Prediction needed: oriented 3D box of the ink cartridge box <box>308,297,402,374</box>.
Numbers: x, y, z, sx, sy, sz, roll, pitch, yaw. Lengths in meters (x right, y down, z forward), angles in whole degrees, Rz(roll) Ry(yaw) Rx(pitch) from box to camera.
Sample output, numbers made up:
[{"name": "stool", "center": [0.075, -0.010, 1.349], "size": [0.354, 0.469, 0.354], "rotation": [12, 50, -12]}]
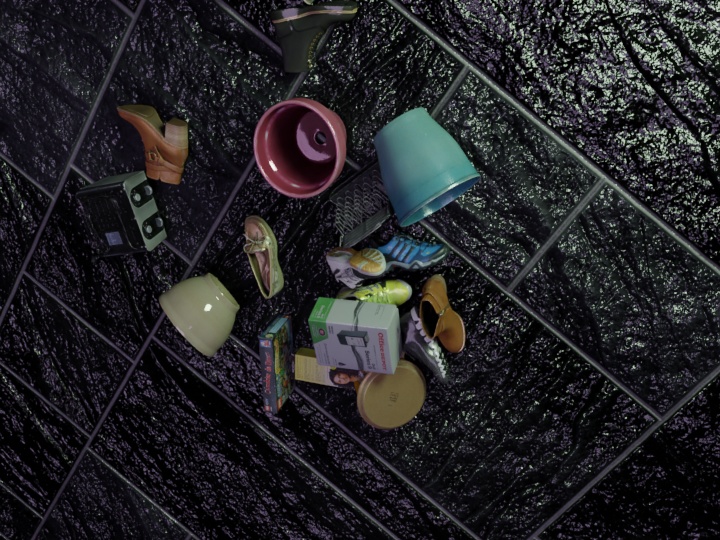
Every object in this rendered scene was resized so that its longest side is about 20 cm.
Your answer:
[{"name": "ink cartridge box", "center": [-0.009, 0.151, 1.617], "size": [0.194, 0.085, 0.149], "rotation": [4, 128, 19]}]

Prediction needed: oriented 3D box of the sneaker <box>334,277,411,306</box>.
[{"name": "sneaker", "center": [0.029, 0.071, 1.654], "size": [0.195, 0.077, 0.077], "rotation": [-13, 106, 21]}]

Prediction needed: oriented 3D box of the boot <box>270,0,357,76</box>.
[{"name": "boot", "center": [-0.091, -0.499, 1.496], "size": [0.195, 0.077, 0.142], "rotation": [4, 117, 27]}]

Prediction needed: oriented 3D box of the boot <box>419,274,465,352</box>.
[{"name": "boot", "center": [0.185, 0.122, 1.583], "size": [0.075, 0.156, 0.206], "rotation": [-8, 107, 18]}]

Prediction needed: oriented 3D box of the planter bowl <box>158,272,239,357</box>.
[{"name": "planter bowl", "center": [-0.387, 0.095, 1.739], "size": [0.134, 0.200, 0.201], "rotation": [-41, 95, -3]}]

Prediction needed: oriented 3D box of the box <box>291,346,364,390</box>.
[{"name": "box", "center": [-0.079, 0.249, 1.765], "size": [0.194, 0.050, 0.078], "rotation": [7, 110, 15]}]

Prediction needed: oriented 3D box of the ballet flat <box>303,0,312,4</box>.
[{"name": "ballet flat", "center": [-0.144, -0.658, 1.462], "size": [0.061, 0.067, 0.205], "rotation": [-6, 106, 48]}]

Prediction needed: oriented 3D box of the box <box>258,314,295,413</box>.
[{"name": "box", "center": [-0.208, 0.234, 1.750], "size": [0.037, 0.137, 0.206], "rotation": [4, 111, 14]}]

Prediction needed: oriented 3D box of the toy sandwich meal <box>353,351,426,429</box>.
[{"name": "toy sandwich meal", "center": [0.069, 0.291, 1.711], "size": [0.199, 0.070, 0.211], "rotation": [-5, 109, -15]}]

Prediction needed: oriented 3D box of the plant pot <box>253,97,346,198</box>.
[{"name": "plant pot", "center": [-0.113, -0.278, 1.514], "size": [0.194, 0.179, 0.206], "rotation": [5, 111, 14]}]

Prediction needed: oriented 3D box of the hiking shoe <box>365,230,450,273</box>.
[{"name": "hiking shoe", "center": [0.106, -0.048, 1.590], "size": [0.194, 0.075, 0.089], "rotation": [-8, 108, 19]}]

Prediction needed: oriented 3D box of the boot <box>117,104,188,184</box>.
[{"name": "boot", "center": [-0.510, -0.306, 1.684], "size": [0.196, 0.074, 0.158], "rotation": [24, 121, 13]}]

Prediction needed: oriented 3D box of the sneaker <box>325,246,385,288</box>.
[{"name": "sneaker", "center": [0.000, 0.000, 1.610], "size": [0.198, 0.075, 0.090], "rotation": [16, 129, 55]}]

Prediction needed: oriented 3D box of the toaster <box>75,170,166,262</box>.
[{"name": "toaster", "center": [-0.598, -0.136, 1.729], "size": [0.195, 0.119, 0.185], "rotation": [-6, 112, 24]}]

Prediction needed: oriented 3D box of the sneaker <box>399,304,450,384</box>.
[{"name": "sneaker", "center": [0.146, 0.187, 1.666], "size": [0.089, 0.066, 0.204], "rotation": [-25, 97, 19]}]

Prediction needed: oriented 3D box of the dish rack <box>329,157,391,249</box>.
[{"name": "dish rack", "center": [0.001, -0.143, 1.526], "size": [0.152, 0.203, 0.054], "rotation": [-35, 121, 24]}]

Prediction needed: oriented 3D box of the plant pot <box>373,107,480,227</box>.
[{"name": "plant pot", "center": [0.123, -0.226, 1.467], "size": [0.198, 0.199, 0.191], "rotation": [-33, 83, 24]}]

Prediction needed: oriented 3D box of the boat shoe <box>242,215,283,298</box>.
[{"name": "boat shoe", "center": [-0.240, -0.034, 1.703], "size": [0.071, 0.063, 0.205], "rotation": [-13, 104, 21]}]
